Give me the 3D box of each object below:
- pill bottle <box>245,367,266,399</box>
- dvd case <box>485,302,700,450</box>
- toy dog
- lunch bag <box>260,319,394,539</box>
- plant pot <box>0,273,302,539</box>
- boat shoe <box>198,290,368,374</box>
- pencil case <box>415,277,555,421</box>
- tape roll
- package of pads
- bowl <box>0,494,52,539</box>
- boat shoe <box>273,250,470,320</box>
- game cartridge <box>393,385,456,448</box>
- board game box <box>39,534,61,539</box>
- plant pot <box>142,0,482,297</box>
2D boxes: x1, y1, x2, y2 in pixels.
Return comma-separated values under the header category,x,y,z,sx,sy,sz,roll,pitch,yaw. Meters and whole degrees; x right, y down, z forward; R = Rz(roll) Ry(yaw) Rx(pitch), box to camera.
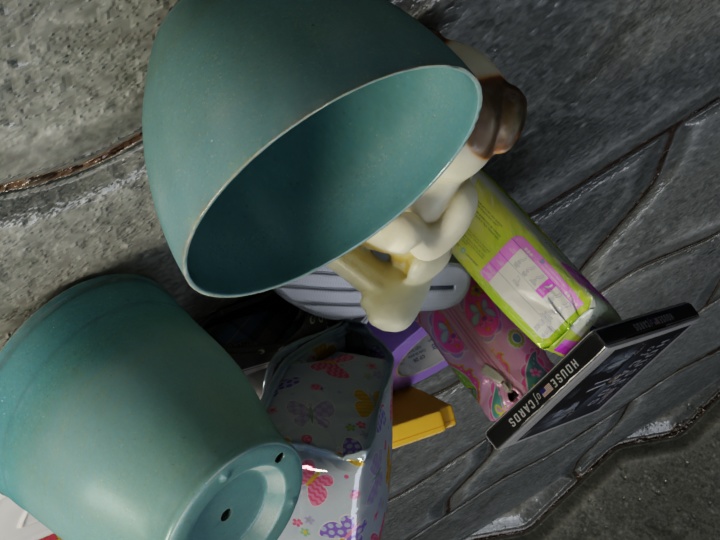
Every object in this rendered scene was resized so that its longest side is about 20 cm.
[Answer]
category,x,y,z,sx,sy,sz,roll,pitch,yaw
pill bottle,-0.067,0.116,1.295,0.200,0.111,0.111,-11,150,-50
dvd case,0.216,0.094,1.222,0.200,0.025,0.150,-9,146,-52
toy dog,0.045,-0.079,0.986,0.194,0.140,0.200,-38,166,-34
lunch bag,-0.032,0.161,1.161,0.200,0.126,0.170,-66,161,-58
plant pot,-0.150,0.133,0.985,0.200,0.188,0.201,-33,140,-33
boat shoe,-0.068,0.042,1.197,0.199,0.070,0.066,-15,155,-28
pencil case,0.105,0.051,1.285,0.087,0.200,0.087,-36,174,-4
tape roll,0.079,0.048,1.445,0.200,0.066,0.200,-31,160,-13
package of pads,0.140,-0.009,1.202,0.068,0.200,0.154,-45,158,9
bowl,-0.283,0.173,1.134,0.199,0.075,0.200,-17,153,-38
boat shoe,0.000,0.000,1.185,0.199,0.071,0.072,7,112,-30
game cartridge,-0.007,0.171,1.454,0.175,0.033,0.200,-17,-171,-15
board game box,-0.351,0.272,1.212,0.199,0.102,0.048,-20,156,-35
plant pot,-0.048,-0.099,0.779,0.199,0.135,0.200,-30,161,-12
